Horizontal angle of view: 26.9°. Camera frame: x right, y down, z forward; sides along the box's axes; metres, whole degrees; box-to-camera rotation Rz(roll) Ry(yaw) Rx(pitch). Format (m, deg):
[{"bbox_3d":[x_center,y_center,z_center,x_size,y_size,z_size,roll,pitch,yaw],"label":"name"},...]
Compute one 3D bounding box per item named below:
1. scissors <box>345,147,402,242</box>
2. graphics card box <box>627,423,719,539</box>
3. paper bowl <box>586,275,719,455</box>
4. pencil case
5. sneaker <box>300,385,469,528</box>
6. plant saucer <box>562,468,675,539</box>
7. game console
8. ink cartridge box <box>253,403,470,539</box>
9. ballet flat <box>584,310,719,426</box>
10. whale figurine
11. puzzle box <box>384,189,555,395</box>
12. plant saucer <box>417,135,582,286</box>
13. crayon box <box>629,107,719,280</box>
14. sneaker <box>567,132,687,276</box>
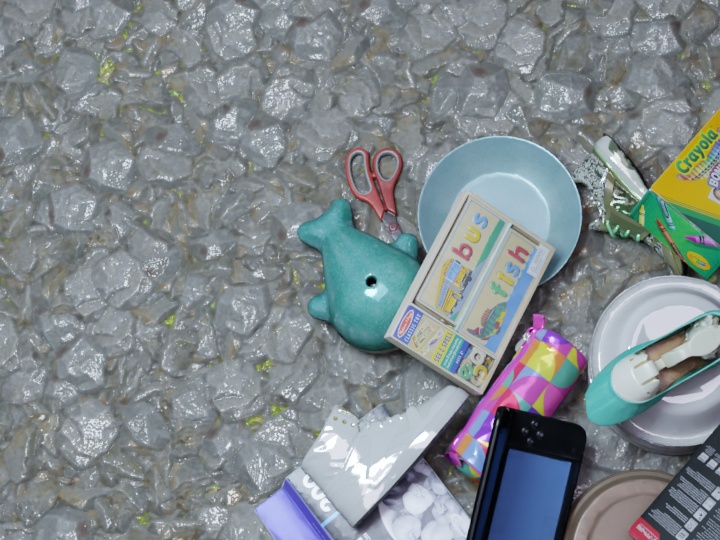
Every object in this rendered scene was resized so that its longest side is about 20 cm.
[{"bbox_3d":[0.030,-0.061,1.853,0.072,0.014,0.202,-10,74,-1],"label":"scissors"},{"bbox_3d":[0.401,0.251,1.636,0.201,0.051,0.125,-50,40,-1],"label":"graphics card box"},{"bbox_3d":[0.361,0.105,1.727,0.198,0.104,0.203,-1,75,4],"label":"paper bowl"},{"bbox_3d":[0.178,0.155,1.739,0.088,0.088,0.201,31,78,13],"label":"pencil case"},{"bbox_3d":[0.022,0.179,1.707,0.116,0.074,0.200,43,80,12],"label":"sneaker"},{"bbox_3d":[0.324,0.324,1.705,0.197,0.030,0.203,-1,74,4],"label":"plant saucer"},{"bbox_3d":[0.177,0.258,1.639,0.174,0.116,0.203,15,88,-22],"label":"game console"},{"bbox_3d":[0.007,0.291,1.735,0.199,0.043,0.199,-38,75,-5],"label":"ink cartridge box"},{"bbox_3d":[0.330,0.100,1.640,0.199,0.070,0.068,-30,74,-3],"label":"ballet flat"},{"bbox_3d":[0.000,0.000,1.787,0.158,0.104,0.201,-33,70,-2],"label":"whale figurine"},{"bbox_3d":[0.128,0.025,1.741,0.132,0.025,0.202,31,75,-12],"label":"puzzle box"},{"bbox_3d":[0.168,-0.063,1.826,0.198,0.039,0.204,-1,73,4],"label":"plant saucer"},{"bbox_3d":[0.416,-0.095,1.758,0.119,0.058,0.200,40,54,8],"label":"crayon box"},{"bbox_3d":[0.320,-0.063,1.807,0.088,0.077,0.201,-36,70,14],"label":"sneaker"}]
